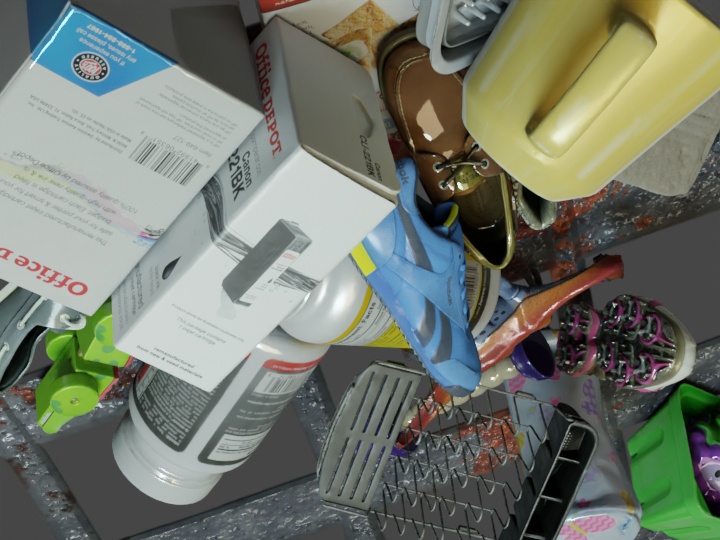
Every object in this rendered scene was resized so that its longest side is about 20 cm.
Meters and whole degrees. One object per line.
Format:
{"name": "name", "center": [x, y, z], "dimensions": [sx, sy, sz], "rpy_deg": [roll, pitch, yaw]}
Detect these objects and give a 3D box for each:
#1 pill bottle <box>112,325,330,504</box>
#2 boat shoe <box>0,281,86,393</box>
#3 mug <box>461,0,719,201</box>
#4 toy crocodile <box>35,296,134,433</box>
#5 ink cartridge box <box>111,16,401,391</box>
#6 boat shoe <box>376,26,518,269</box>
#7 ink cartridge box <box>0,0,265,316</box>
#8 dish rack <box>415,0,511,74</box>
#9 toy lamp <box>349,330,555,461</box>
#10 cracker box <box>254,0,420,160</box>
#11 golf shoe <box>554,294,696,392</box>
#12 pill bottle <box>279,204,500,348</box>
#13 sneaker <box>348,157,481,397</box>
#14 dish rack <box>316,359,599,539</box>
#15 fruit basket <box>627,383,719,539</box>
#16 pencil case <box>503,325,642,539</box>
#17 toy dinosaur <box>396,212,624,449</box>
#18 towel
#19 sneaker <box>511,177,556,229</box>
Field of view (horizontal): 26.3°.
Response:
{"name": "pill bottle", "center": [-0.115, 0.088, 1.228], "dimensions": [0.115, 0.116, 0.200], "rpy_deg": [16, 127, -30]}
{"name": "boat shoe", "center": [-0.223, 0.021, 1.149], "dimensions": [0.200, 0.062, 0.073], "rpy_deg": [-36, 169, 23]}
{"name": "mug", "center": [0.134, -0.130, 0.969], "dimensions": [0.153, 0.150, 0.186], "rpy_deg": [-49, 152, 17]}
{"name": "toy crocodile", "center": [-0.199, 0.055, 1.202], "dimensions": [0.061, 0.068, 0.200], "rpy_deg": [17, 125, -31]}
{"name": "ink cartridge box", "center": [-0.076, -0.043, 1.014], "dimensions": [0.083, 0.145, 0.200], "rpy_deg": [29, 121, -32]}
{"name": "boat shoe", "center": [0.072, -0.082, 1.076], "dimensions": [0.072, 0.068, 0.200], "rpy_deg": [-24, 135, 9]}
{"name": "ink cartridge box", "center": [-0.185, -0.104, 0.996], "dimensions": [0.147, 0.145, 0.200], "rpy_deg": [28, 120, -33]}
{"name": "dish rack", "center": [0.112, -0.229, 0.998], "dimensions": [0.199, 0.043, 0.172], "rpy_deg": [-29, 146, -36]}
{"name": "toy lamp", "center": [0.074, 0.112, 1.338], "dimensions": [0.199, 0.058, 0.058], "rpy_deg": [-32, 135, 30]}
{"name": "cracker box", "center": [0.002, -0.159, 1.068], "dimensions": [0.133, 0.058, 0.201], "rpy_deg": [-16, 135, -2]}
{"name": "golf shoe", "center": [0.228, 0.059, 1.226], "dimensions": [0.091, 0.200, 0.073], "rpy_deg": [10, 89, -12]}
{"name": "pill bottle", "center": [0.000, 0.000, 1.155], "dimensions": [0.199, 0.113, 0.113], "rpy_deg": [6, 132, -40]}
{"name": "sneaker", "center": [0.052, 0.008, 1.066], "dimensions": [0.078, 0.066, 0.201], "rpy_deg": [-30, 124, 5]}
{"name": "dish rack", "center": [0.070, 0.154, 1.219], "dimensions": [0.199, 0.055, 0.154], "rpy_deg": [15, 111, -13]}
{"name": "fruit basket", "center": [0.381, 0.178, 1.467], "dimensions": [0.214, 0.156, 0.216], "rpy_deg": [-1, 148, -1]}
{"name": "pencil case", "center": [0.179, 0.147, 1.324], "dimensions": [0.090, 0.201, 0.083], "rpy_deg": [-9, 142, 0]}
{"name": "toy dinosaur", "center": [0.128, 0.045, 1.250], "dimensions": [0.181, 0.201, 0.105], "rpy_deg": [-8, 163, 37]}
{"name": "towel", "center": [0.203, -0.130, 1.124], "dimensions": [0.199, 0.034, 0.133], "rpy_deg": [13, 104, -45]}
{"name": "sneaker", "center": [0.125, -0.111, 1.131], "dimensions": [0.076, 0.089, 0.201], "rpy_deg": [-18, 135, 0]}
